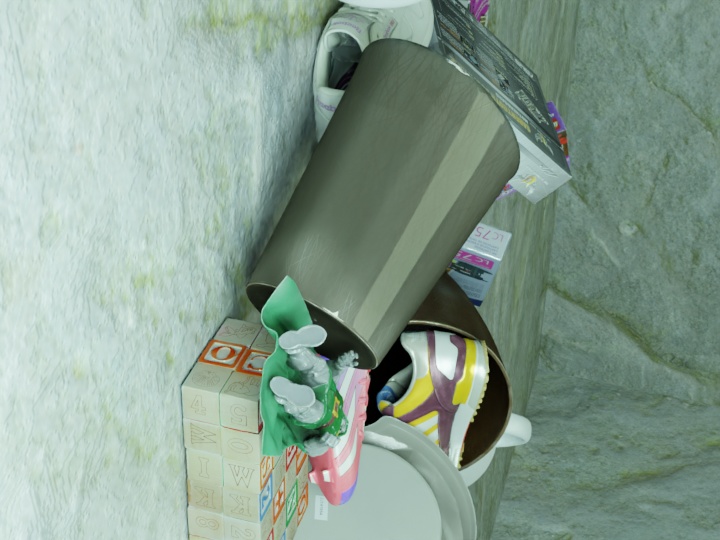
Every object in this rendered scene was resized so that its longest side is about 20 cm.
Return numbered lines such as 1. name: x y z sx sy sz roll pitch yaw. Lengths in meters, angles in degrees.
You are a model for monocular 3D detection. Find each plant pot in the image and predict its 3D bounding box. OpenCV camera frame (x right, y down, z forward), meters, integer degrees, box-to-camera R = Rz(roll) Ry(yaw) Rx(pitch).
1. plant pot: 0.051 0.076 1.362 0.200 0.187 0.187 -89 -178 -59

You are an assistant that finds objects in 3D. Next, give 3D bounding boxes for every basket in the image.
1. basket: 0.012 -0.040 1.002 0.200 0.136 0.180 -59 150 -19

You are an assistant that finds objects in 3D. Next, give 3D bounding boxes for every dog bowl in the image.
1. dog bowl: -0.004 0.221 1.161 0.059 0.200 0.200 111 0 -53

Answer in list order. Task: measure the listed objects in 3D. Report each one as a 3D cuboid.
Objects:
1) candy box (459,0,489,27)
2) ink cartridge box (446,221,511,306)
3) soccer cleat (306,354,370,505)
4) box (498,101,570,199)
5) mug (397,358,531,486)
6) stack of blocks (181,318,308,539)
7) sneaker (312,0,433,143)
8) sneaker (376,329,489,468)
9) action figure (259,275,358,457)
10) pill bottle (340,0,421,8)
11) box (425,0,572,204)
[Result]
1. candy box: 0.100 -0.231 1.514 0.136 0.061 0.200 -60 158 -58
2. ink cartridge box: 0.089 -0.014 1.460 0.200 0.119 0.042 96 15 -74
3. soccer cleat: -0.015 0.090 1.107 0.067 0.076 0.200 148 -65 -67
4. box: 0.131 -0.107 1.478 0.137 0.200 0.039 48 18 -74
5. mug: 0.092 0.169 1.507 0.175 0.200 0.148 50 47 -66
6. stack of blocks: -0.083 0.137 1.021 0.115 0.059 0.200 -62 159 -53
7. sneaker: 0.011 -0.195 1.118 0.100 0.075 0.200 74 29 -61
8. sneaker: 0.053 0.144 1.248 0.075 0.090 0.200 -94 -163 -68
9. action figure: -0.034 0.090 0.957 0.200 0.055 0.118 70 30 -72
10. pill bottle: 0.015 -0.299 0.961 0.200 0.112 0.112 90 17 -44
11. box: 0.107 -0.174 1.256 0.200 0.048 0.158 34 32 -37
